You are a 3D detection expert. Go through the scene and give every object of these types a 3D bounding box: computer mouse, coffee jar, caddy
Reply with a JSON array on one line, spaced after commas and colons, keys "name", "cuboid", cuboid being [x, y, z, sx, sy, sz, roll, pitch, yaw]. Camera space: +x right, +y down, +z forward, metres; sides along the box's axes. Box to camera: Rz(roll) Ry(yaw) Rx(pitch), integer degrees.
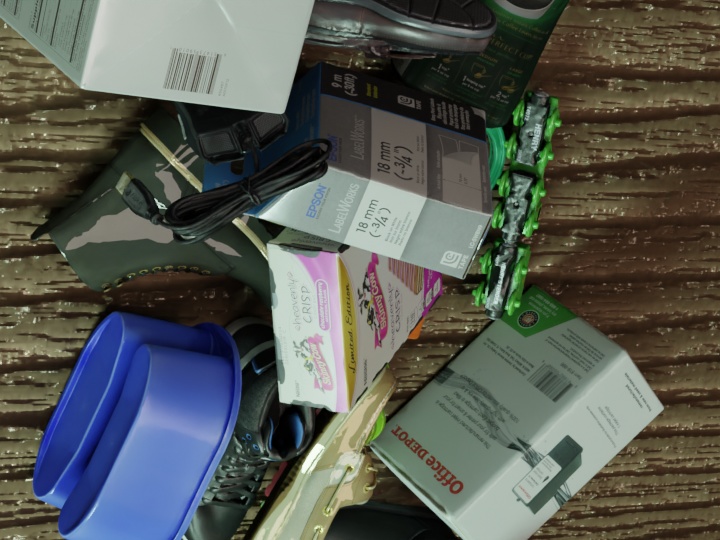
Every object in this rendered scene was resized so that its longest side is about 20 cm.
[{"name": "computer mouse", "cuboid": [-0.114, -0.092, 1.509, 0.140, 0.200, 0.046, -29, 139, -9]}, {"name": "coffee jar", "cuboid": [0.112, -0.214, 1.613, 0.104, 0.085, 0.200, 25, 115, -15]}, {"name": "caddy", "cuboid": [-0.160, 0.128, 1.610, 0.105, 0.141, 0.200, 20, 102, -32]}]

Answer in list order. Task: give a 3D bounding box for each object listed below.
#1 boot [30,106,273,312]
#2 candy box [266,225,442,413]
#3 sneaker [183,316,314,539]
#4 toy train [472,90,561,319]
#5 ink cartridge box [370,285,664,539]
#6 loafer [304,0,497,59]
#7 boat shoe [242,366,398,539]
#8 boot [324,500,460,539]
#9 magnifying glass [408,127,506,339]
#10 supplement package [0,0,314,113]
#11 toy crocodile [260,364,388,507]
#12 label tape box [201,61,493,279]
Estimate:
[{"name": "boot", "cuboid": [-0.140, -0.009, 1.609, 0.138, 0.077, 0.200, -41, 114, -2]}, {"name": "candy box", "cuboid": [0.000, 0.000, 1.627, 0.200, 0.061, 0.136, -49, 141, -53]}, {"name": "sneaker", "cuboid": [-0.093, 0.147, 1.676, 0.073, 0.112, 0.200, 5, 109, -29]}, {"name": "toy train", "cuboid": [0.132, -0.056, 1.750, 0.056, 0.042, 0.200, -45, 149, -65]}, {"name": "ink cartridge box", "cuboid": [0.128, 0.129, 1.779, 0.200, 0.147, 0.083, -42, 128, -6]}, {"name": "loafer", "cuboid": [-0.001, -0.187, 1.568, 0.200, 0.072, 0.063, 14, 125, 1]}, {"name": "boat shoe", "cuboid": [-0.022, 0.162, 1.679, 0.066, 0.074, 0.200, 32, 99, -6]}, {"name": "boot", "cuboid": [0.050, 0.258, 1.757, 0.165, 0.200, 0.066, -2, 113, -30]}, {"name": "magnifying glass", "cuboid": [0.064, -0.039, 1.742, 0.080, 0.022, 0.200, 7, 106, -33]}, {"name": "supplement package", "cuboid": [-0.139, -0.213, 1.424, 0.152, 0.200, 0.151, 5, 110, -32]}, {"name": "toy crocodile", "cuboid": [-0.034, 0.151, 1.745, 0.062, 0.068, 0.200, 33, 98, 7]}, {"name": "label tape box", "cuboid": [-0.008, -0.083, 1.551, 0.200, 0.144, 0.063, 16, 124, -11]}]
